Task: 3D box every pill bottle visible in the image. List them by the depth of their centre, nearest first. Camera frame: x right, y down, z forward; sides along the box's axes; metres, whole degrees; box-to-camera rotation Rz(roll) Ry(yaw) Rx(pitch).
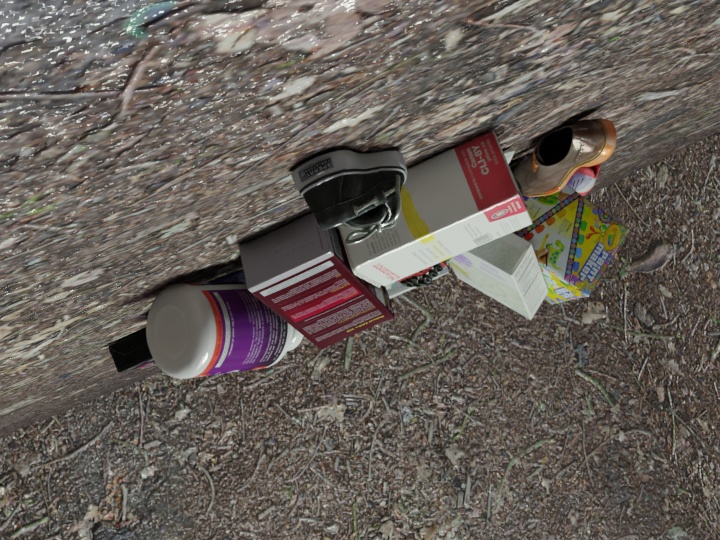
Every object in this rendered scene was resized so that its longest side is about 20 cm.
[{"bbox_3d":[-0.161,0.070,1.256,0.112,0.114,0.199,-25,165,36],"label":"pill bottle"}]

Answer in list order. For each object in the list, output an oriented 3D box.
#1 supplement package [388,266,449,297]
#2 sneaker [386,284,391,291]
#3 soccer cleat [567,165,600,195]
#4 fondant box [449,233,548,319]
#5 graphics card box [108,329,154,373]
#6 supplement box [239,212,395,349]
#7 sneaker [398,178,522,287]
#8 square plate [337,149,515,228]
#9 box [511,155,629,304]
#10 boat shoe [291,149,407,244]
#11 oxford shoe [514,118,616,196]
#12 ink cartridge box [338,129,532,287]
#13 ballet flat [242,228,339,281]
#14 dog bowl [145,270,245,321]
[{"bbox_3d":[0.000,0.000,1.498,0.198,0.112,0.155,-22,177,-35],"label":"supplement package"},{"bbox_3d":[0.026,-0.015,1.392,0.077,0.088,0.199,14,-151,36],"label":"sneaker"},{"bbox_3d":[0.418,-0.185,1.985,0.077,0.067,0.199,-57,157,20],"label":"soccer cleat"},{"bbox_3d":[0.194,-0.013,1.491,0.059,0.143,0.200,-55,154,-9],"label":"fondant box"},{"bbox_3d":[-0.323,0.117,1.677,0.124,0.052,0.200,-23,176,6],"label":"graphics card box"},{"bbox_3d":[-0.047,0.016,1.178,0.108,0.062,0.200,-23,148,12],"label":"supplement box"},{"bbox_3d":[0.116,-0.068,1.280,0.199,0.079,0.096,-34,-158,23],"label":"sneaker"},{"bbox_3d":[0.080,-0.092,1.320,0.196,0.029,0.199,-22,176,-34],"label":"square plate"},{"bbox_3d":[0.276,-0.054,1.556,0.123,0.191,0.200,-55,-179,-7],"label":"box"},{"bbox_3d":[0.003,-0.064,0.889,0.073,0.069,0.199,-23,177,14],"label":"boat shoe"},{"bbox_3d":[0.253,-0.153,1.346,0.072,0.072,0.200,1,161,-25],"label":"oxford shoe"},{"bbox_3d":[0.082,-0.064,1.138,0.198,0.084,0.145,-24,166,10],"label":"ink cartridge box"},{"bbox_3d":[-0.048,-0.022,1.235,0.197,0.069,0.072,-10,161,-12],"label":"ballet flat"},{"bbox_3d":[-0.202,0.065,1.436,0.198,0.080,0.200,-23,177,-1],"label":"dog bowl"}]
